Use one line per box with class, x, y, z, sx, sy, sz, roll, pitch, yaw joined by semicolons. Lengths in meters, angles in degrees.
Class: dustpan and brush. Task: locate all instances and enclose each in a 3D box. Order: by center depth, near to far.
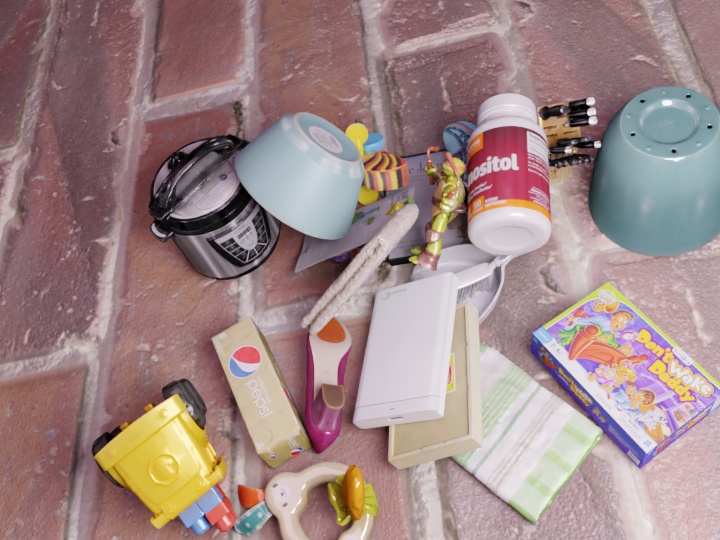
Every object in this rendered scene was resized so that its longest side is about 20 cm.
dustpan and brush;0.175;0.002;1.078;0.197;0.058;0.141;-24;54;0

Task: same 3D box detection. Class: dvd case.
dvd case;0.109;-0.105;1.193;0.140;0.018;0.203;-9;56;12

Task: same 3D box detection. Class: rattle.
rattle;-0.084;0.284;0.931;0.196;0.143;0.133;11;80;16

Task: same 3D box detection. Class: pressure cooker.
pressure cooker;-0.230;-0.103;1.181;0.175;0.201;0.179;-7;54;12

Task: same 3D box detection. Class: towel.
towel;0.185;0.202;0.972;0.199;0.031;0.149;37;76;30
towel;0.000;0.000;1.045;0.034;0.200;0.133;41;33;0

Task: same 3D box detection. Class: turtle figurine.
turtle figurine;0.114;-0.092;1.063;0.063;0.164;0.201;12;20;-10

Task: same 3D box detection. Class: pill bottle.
pill bottle;0.202;-0.134;1.045;0.110;0.113;0.204;-3;64;14

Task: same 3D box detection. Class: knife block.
knife block;0.278;-0.220;1.116;0.063;0.177;0.203;-10;53;-10

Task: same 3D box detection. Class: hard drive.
hard drive;0.062;0.105;1.015;0.130;0.027;0.203;-16;47;35

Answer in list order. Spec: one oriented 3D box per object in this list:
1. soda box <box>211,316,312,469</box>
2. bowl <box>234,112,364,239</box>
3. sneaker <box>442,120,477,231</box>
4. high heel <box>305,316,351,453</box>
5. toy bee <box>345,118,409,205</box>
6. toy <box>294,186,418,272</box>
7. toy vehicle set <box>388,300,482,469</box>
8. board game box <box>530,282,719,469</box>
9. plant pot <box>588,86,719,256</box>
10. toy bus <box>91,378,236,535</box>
soda box;-0.139;0.168;1.063;0.067;0.064;0.201;-28;54;-3
bowl;-0.072;-0.151;1.101;0.106;0.198;0.202;-52;50;27
sneaker;0.158;-0.141;1.136;0.094;0.080;0.203;-12;61;-20
high heel;-0.054;0.151;1.065;0.066;0.097;0.202;14;35;-9
toy bee;-0.007;-0.166;1.214;0.107;0.133;0.200;-22;14;-14
toy;0.000;-0.051;1.160;0.197;0.048;0.116;-25;27;21
toy vehicle set;0.096;0.146;0.990;0.123;0.026;0.203;-22;44;30
board game box;0.328;0.124;0.952;0.133;0.045;0.200;-30;54;-15
plant pot;0.415;-0.148;1.043;0.196;0.162;0.204;-8;57;11
toy bus;-0.232;0.255;0.992;0.135;0.200;0.193;-38;91;-9
